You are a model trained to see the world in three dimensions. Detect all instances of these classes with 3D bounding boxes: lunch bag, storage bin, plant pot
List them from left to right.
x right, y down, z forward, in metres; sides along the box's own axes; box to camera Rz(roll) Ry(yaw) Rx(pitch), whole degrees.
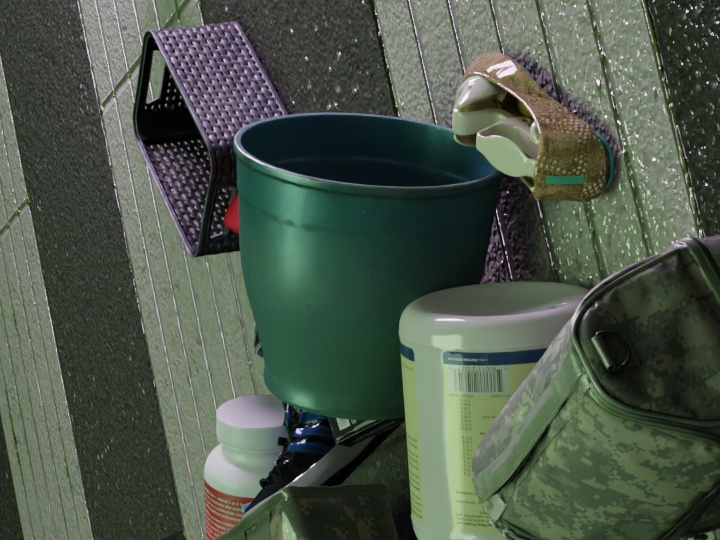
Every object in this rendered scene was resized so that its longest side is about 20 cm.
[{"bbox_3d":[-0.137,-0.125,1.993,0.136,0.093,0.201,105,147,-42],"label":"storage bin"},{"bbox_3d":[-0.053,0.273,1.620,0.200,0.117,0.165,-39,59,43],"label":"lunch bag"},{"bbox_3d":[0.000,0.000,1.560,0.200,0.199,0.190,-142,52,-58],"label":"plant pot"},{"bbox_3d":[0.167,0.082,1.255,0.200,0.166,0.140,118,138,-55],"label":"lunch bag"}]

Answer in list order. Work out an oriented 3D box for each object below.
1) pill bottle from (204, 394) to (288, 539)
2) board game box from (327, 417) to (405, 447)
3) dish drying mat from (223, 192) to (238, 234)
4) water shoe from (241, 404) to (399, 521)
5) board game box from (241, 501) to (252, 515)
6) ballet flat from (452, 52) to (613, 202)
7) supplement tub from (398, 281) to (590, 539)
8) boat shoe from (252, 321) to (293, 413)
[{"bbox_3d":[-0.090,0.224,1.977,0.112,0.111,0.202,-146,51,-60],"label":"pill bottle"},{"bbox_3d":[0.012,0.021,1.677,0.135,0.028,0.201,-27,67,23],"label":"board game box"},{"bbox_3d":[-0.045,-0.039,1.817,0.200,0.077,0.018,30,169,50],"label":"dish drying mat"},{"bbox_3d":[-0.036,0.134,1.715,0.079,0.200,0.072,43,158,13],"label":"water shoe"},{"bbox_3d":[-0.019,0.301,1.786,0.196,0.056,0.201,54,-165,-64],"label":"board game box"},{"bbox_3d":[0.102,-0.103,1.474,0.200,0.065,0.071,-139,46,-58],"label":"ballet flat"},{"bbox_3d":[0.102,0.118,1.448,0.145,0.144,0.202,-161,65,-64],"label":"supplement tub"},{"bbox_3d":[-0.065,0.057,1.917,0.072,0.067,0.201,126,131,-59],"label":"boat shoe"}]
